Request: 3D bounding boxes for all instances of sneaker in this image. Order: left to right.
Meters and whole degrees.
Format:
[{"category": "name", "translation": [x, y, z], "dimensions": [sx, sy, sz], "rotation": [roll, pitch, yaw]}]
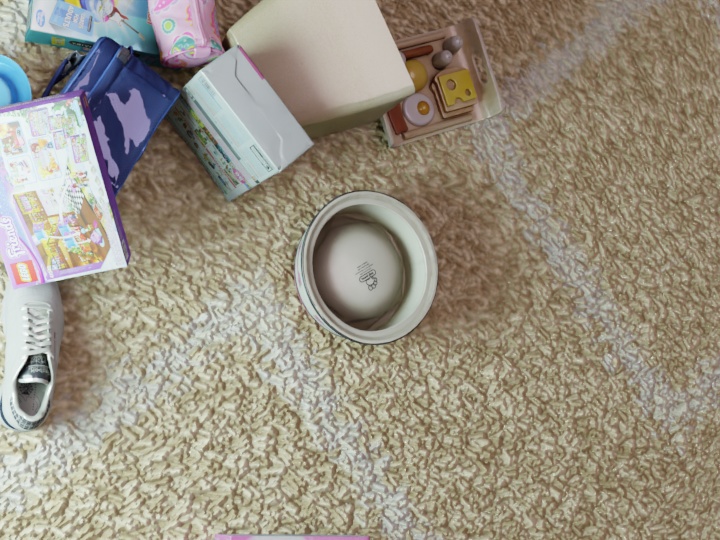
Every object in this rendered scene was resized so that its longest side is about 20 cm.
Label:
[{"category": "sneaker", "translation": [-0.375, 0.084, 1.364], "dimensions": [0.075, 0.080, 0.203], "rotation": [3, 77, -22]}]

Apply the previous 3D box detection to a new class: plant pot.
[{"category": "plant pot", "translation": [-0.072, -0.264, 1.509], "dimensions": [0.176, 0.200, 0.202], "rotation": [-27, 93, -16]}]

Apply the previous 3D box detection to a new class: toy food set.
[{"category": "toy food set", "translation": [0.100, -0.266, 1.655], "dimensions": [0.198, 0.060, 0.145], "rotation": [-19, 90, -26]}]

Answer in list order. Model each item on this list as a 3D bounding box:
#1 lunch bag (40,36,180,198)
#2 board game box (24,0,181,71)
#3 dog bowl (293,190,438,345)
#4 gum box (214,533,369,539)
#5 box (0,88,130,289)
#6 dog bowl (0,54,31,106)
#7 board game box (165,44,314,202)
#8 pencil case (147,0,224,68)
[{"category": "lunch bag", "translation": [-0.315, -0.180, 1.402], "dimensions": [0.132, 0.136, 0.202], "rotation": [34, 70, -17]}, {"category": "board game box", "translation": [-0.310, -0.347, 1.481], "dimensions": [0.198, 0.047, 0.153], "rotation": [7, 79, -24]}, {"category": "dog bowl", "translation": [0.000, 0.000, 1.559], "dimensions": [0.198, 0.074, 0.203], "rotation": [5, 80, -25]}, {"category": "gum box", "translation": [-0.090, 0.384, 1.458], "dimensions": [0.198, 0.066, 0.115], "rotation": [6, 78, -24]}, {"category": "box", "translation": [-0.347, -0.088, 1.314], "dimensions": [0.135, 0.039, 0.202], "rotation": [-11, 112, 1]}, {"category": "dog bowl", "translation": [-0.468, -0.179, 1.344], "dimensions": [0.197, 0.050, 0.113], "rotation": [-10, 76, -5]}, {"category": "board game box", "translation": [-0.155, -0.175, 1.442], "dimensions": [0.064, 0.200, 0.148], "rotation": [-41, 100, -23]}, {"category": "pencil case", "translation": [-0.220, -0.351, 1.452], "dimensions": [0.086, 0.087, 0.203], "rotation": [-6, 86, -26]}]
